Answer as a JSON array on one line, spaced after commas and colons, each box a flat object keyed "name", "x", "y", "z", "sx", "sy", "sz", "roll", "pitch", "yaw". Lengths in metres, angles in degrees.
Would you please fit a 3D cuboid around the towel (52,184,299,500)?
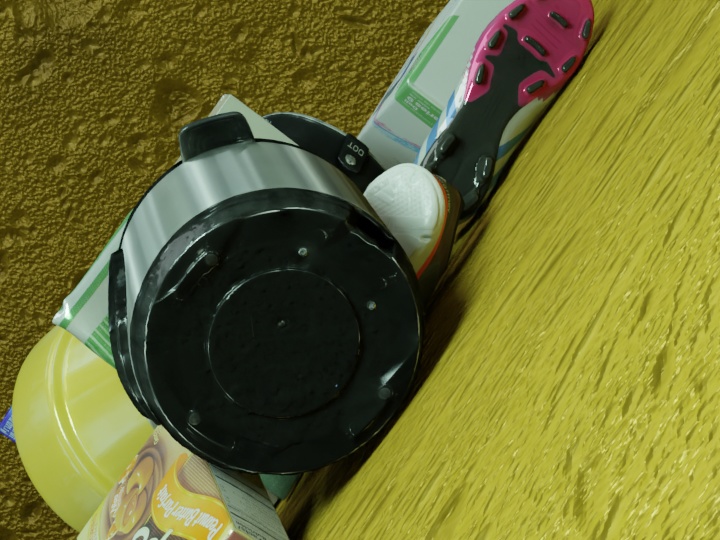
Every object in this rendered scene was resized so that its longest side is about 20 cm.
[{"name": "towel", "x": -0.102, "y": 0.048, "z": 1.358, "sx": 0.023, "sy": 0.200, "sz": 0.153, "roll": -43, "pitch": 11, "yaw": 45}]

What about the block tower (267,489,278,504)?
[{"name": "block tower", "x": -0.125, "y": 0.215, "z": 1.319, "sx": 0.200, "sy": 0.054, "sz": 0.058, "roll": -59, "pitch": 6, "yaw": -33}]

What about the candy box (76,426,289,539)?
[{"name": "candy box", "x": -0.105, "y": 0.167, "z": 1.142, "sx": 0.116, "sy": 0.055, "sz": 0.200, "roll": -54, "pitch": 22, "yaw": 7}]

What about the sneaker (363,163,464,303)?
[{"name": "sneaker", "x": 0.016, "y": 0.026, "z": 1.287, "sx": 0.082, "sy": 0.077, "sz": 0.201, "roll": 4, "pitch": -59, "yaw": -59}]

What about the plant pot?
[{"name": "plant pot", "x": -0.131, "y": 0.090, "z": 1.463, "sx": 0.189, "sy": 0.201, "sz": 0.201, "roll": -36, "pitch": 17, "yaw": 44}]

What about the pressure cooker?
[{"name": "pressure cooker", "x": -0.059, "y": 0.015, "z": 1.171, "sx": 0.176, "sy": 0.178, "sz": 0.200, "roll": -60, "pitch": 18, "yaw": 11}]

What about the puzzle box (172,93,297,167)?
[{"name": "puzzle box", "x": -0.065, "y": -0.028, "z": 1.534, "sx": 0.133, "sy": 0.200, "sz": 0.025, "roll": -54, "pitch": 16, "yaw": -6}]

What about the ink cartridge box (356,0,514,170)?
[{"name": "ink cartridge box", "x": 0.083, "y": -0.168, "z": 1.712, "sx": 0.146, "sy": 0.087, "sz": 0.200, "roll": -57, "pitch": 3, "yaw": -17}]

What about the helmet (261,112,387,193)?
[{"name": "helmet", "x": -0.074, "y": -0.017, "z": 1.649, "sx": 0.191, "sy": 0.200, "sz": 0.200, "roll": -59, "pitch": 6, "yaw": -24}]

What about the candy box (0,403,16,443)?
[{"name": "candy box", "x": -0.191, "y": 0.125, "z": 1.706, "sx": 0.169, "sy": 0.200, "sz": 0.077, "roll": -53, "pitch": 6, "yaw": 31}]

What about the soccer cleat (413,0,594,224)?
[{"name": "soccer cleat", "x": 0.092, "y": -0.118, "z": 1.380, "sx": 0.200, "sy": 0.070, "sz": 0.086, "roll": -56, "pitch": 5, "yaw": -8}]

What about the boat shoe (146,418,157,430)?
[{"name": "boat shoe", "x": -0.075, "y": 0.061, "z": 1.325, "sx": 0.199, "sy": 0.063, "sz": 0.073, "roll": -20, "pitch": -54, "yaw": -38}]
